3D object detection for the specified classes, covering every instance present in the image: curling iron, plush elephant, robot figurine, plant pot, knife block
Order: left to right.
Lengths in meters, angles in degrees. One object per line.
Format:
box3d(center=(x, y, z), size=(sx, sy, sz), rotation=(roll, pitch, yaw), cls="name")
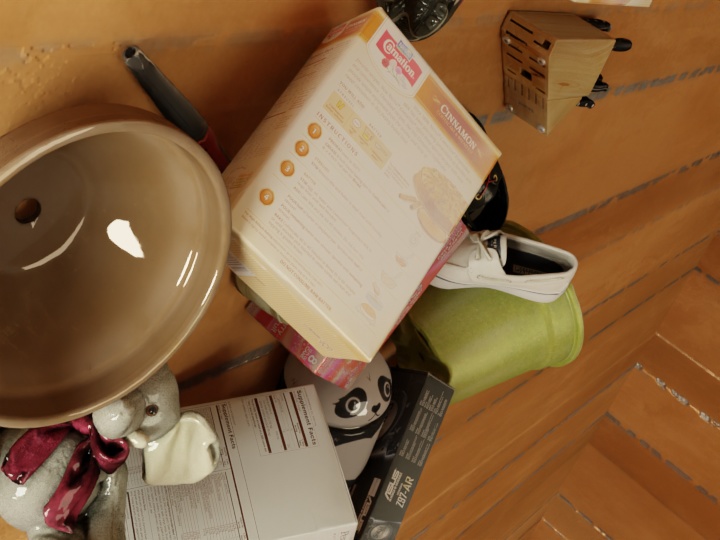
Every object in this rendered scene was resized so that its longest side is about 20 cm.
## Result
box3d(center=(-0.182, -0.015, 0.574), size=(0.199, 0.092, 0.203), rotation=(-32, 141, -30), cls="plant pot")
box3d(center=(-0.190, 0.117, 0.679), size=(0.154, 0.165, 0.200), rotation=(-41, -174, 9), cls="plush elephant")
box3d(center=(-0.120, -0.088, 0.679), size=(0.050, 0.025, 0.201), rotation=(-49, 155, -15), cls="curling iron")
box3d(center=(-0.037, 0.160, 1.031), size=(0.151, 0.122, 0.202), rotation=(-85, -168, -54), cls="robot figurine")
box3d(center=(0.140, 0.069, 1.176), size=(0.182, 0.201, 0.202), rotation=(-28, 148, -22), cls="plant pot")
box3d(center=(0.233, -0.246, 1.045), size=(0.176, 0.064, 0.201), rotation=(-47, 154, -13), cls="knife block")

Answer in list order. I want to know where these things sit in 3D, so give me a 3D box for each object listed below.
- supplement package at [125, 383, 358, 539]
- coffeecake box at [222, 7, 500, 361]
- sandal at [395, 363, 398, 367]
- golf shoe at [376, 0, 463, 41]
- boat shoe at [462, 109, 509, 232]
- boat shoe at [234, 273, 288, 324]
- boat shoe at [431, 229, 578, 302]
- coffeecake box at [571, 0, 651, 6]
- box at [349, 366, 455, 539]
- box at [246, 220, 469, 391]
box3d(center=(-0.125, 0.232, 0.864), size=(0.196, 0.149, 0.193), rotation=(-8, 138, -17), cls="supplement package")
box3d(center=(-0.007, -0.062, 0.714), size=(0.153, 0.073, 0.201), rotation=(44, 68, -25), cls="coffeecake box")
box3d(center=(0.087, 0.118, 1.308), size=(0.200, 0.043, 0.077), rotation=(-43, 163, -42), cls="sandal")
box3d(center=(0.082, -0.273, 0.759), size=(0.201, 0.077, 0.088), rotation=(-53, 175, 5), cls="golf shoe")
box3d(center=(0.126, -0.104, 1.050), size=(0.074, 0.063, 0.202), rotation=(-45, 153, -9), cls="boat shoe")
box3d(center=(-0.046, -0.050, 0.815), size=(0.073, 0.062, 0.203), rotation=(-18, 138, -49), cls="boat shoe")
box3d(center=(0.145, -0.014, 1.066), size=(0.066, 0.196, 0.073), rotation=(113, -9, -58), cls="boat shoe")
box3d(center=(0.257, -0.348, 0.941), size=(0.199, 0.073, 0.156), rotation=(-19, 138, -52), cls="coffeecake box")
box3d(center=(0.015, 0.212, 1.109), size=(0.043, 0.159, 0.203), rotation=(31, 75, -25), cls="box")
box3d(center=(0.000, 0.000, 0.916), size=(0.201, 0.102, 0.095), rotation=(-51, 155, -1), cls="box")
